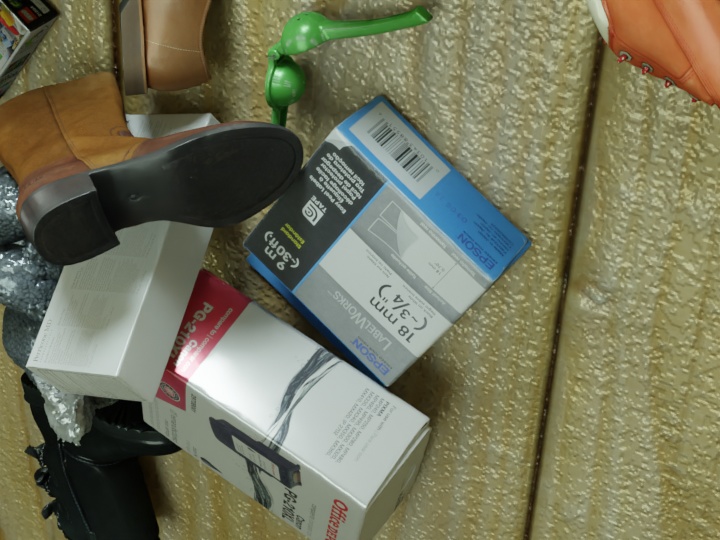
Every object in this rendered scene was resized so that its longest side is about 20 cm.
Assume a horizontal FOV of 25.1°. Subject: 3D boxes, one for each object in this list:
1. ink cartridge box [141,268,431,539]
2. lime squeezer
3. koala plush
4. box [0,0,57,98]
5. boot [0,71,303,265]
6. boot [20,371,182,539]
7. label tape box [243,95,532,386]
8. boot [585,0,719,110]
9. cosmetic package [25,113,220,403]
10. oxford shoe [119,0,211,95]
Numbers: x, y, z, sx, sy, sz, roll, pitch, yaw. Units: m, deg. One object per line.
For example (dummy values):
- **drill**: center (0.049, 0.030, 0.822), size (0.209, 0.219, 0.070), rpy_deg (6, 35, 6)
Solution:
- **ink cartridge box**: center (-0.058, 0.109, 1.171), size (0.200, 0.084, 0.145), rpy_deg (33, 156, 11)
- **lime squeezer**: center (-0.031, -0.128, 1.068), size (0.070, 0.038, 0.200), rpy_deg (31, 133, -12)
- **koala plush**: center (-0.227, 0.019, 1.202), size (0.183, 0.177, 0.201), rpy_deg (-21, 102, 28)
- **box**: center (-0.323, -0.224, 1.195), size (0.200, 0.035, 0.110), rpy_deg (47, 133, -1)
- **boot**: center (-0.151, -0.084, 1.090), size (0.200, 0.188, 0.069), rpy_deg (53, 167, 57)
- **boot**: center (-0.198, 0.165, 1.338), size (0.198, 0.073, 0.163), rpy_deg (11, 122, 36)
- **label tape box**: center (0.000, 0.000, 1.107), size (0.144, 0.063, 0.200), rpy_deg (44, 132, 2)
- **boot**: center (0.194, -0.123, 0.900), size (0.107, 0.075, 0.201), rpy_deg (-21, 97, 43)
- **cosmetic package**: center (-0.154, -0.011, 1.116), size (0.082, 0.201, 0.051), rpy_deg (5, 155, 30)
- **oxford shoe**: center (-0.126, -0.216, 1.063), size (0.071, 0.071, 0.201), rpy_deg (-3, 115, -7)
